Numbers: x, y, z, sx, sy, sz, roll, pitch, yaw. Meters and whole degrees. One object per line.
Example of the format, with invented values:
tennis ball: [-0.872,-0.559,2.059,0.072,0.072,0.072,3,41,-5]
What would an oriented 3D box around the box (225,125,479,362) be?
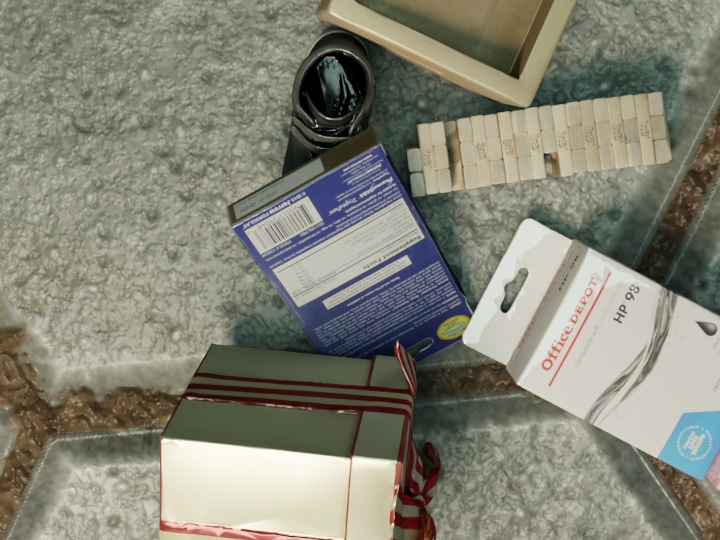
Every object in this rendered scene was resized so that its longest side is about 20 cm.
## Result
box: [0.000,0.000,0.877,0.120,0.033,0.201,-28,128,5]

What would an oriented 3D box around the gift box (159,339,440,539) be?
gift box: [-0.036,0.152,0.835,0.185,0.185,0.202,6,115,3]

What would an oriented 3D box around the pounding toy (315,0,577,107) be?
pounding toy: [0.055,-0.245,0.848,0.199,0.142,0.185,23,97,-10]

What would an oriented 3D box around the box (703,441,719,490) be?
box: [0.342,0.088,0.868,0.102,0.095,0.201,30,96,1]

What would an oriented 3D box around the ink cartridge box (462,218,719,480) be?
ink cartridge box: [0.188,0.056,0.881,0.199,0.067,0.117,27,97,-4]

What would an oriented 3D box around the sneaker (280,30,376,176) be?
sneaker: [-0.028,-0.079,0.871,0.070,0.099,0.202,6,97,1]

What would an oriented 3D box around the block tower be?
block tower: [0.133,-0.095,0.883,0.198,0.058,0.055,-8,96,3]
